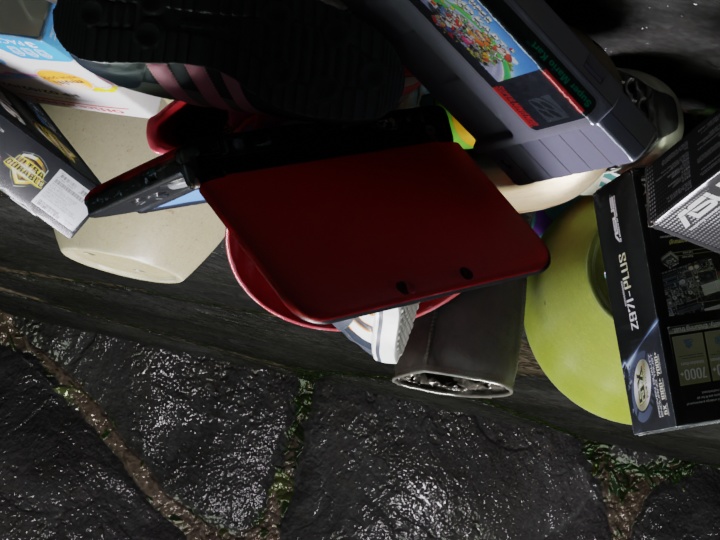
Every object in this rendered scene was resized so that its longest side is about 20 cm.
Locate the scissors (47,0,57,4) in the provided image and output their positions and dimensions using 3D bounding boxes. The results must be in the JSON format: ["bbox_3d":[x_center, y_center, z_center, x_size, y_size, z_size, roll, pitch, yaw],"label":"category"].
[{"bbox_3d":[-0.136,-0.149,1.155,0.073,0.014,0.200,8,169,39],"label":"scissors"}]

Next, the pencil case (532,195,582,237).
[{"bbox_3d":[0.198,-0.023,1.516,0.200,0.085,0.092,11,169,5],"label":"pencil case"}]

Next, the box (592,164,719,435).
[{"bbox_3d":[0.265,0.008,1.213,0.200,0.164,0.086,-9,173,-11],"label":"box"}]

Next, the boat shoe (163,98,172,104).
[{"bbox_3d":[-0.104,-0.135,1.337,0.063,0.073,0.200,16,164,21],"label":"boat shoe"}]

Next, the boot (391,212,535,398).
[{"bbox_3d":[0.058,-0.009,1.429,0.182,0.200,0.073,4,170,42],"label":"boot"}]

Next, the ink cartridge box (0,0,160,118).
[{"bbox_3d":[-0.206,-0.158,1.313,0.115,0.068,0.200,10,170,24],"label":"ink cartridge box"}]

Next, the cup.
[{"bbox_3d":[-0.175,-0.071,1.547,0.200,0.143,0.200,12,170,2],"label":"cup"}]

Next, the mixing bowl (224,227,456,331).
[{"bbox_3d":[-0.004,-0.065,1.344,0.200,0.108,0.200,-8,133,-9],"label":"mixing bowl"}]

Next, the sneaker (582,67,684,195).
[{"bbox_3d":[0.178,-0.091,1.265,0.093,0.070,0.200,-3,173,-20],"label":"sneaker"}]

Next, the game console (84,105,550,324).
[{"bbox_3d":[-0.025,-0.023,1.095,0.200,0.119,0.172,-11,174,-43],"label":"game console"}]

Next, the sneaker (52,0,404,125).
[{"bbox_3d":[-0.070,-0.122,1.087,0.200,0.070,0.082,15,172,7],"label":"sneaker"}]

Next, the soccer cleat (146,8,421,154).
[{"bbox_3d":[-0.037,-0.110,1.136,0.200,0.067,0.076,-22,177,31],"label":"soccer cleat"}]

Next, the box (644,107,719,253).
[{"bbox_3d":[0.282,-0.064,1.064,0.160,0.044,0.200,19,143,-26],"label":"box"}]

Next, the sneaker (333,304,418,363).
[{"bbox_3d":[0.000,0.000,1.270,0.079,0.078,0.200,16,159,9],"label":"sneaker"}]

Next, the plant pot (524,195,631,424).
[{"bbox_3d":[0.205,0.010,1.358,0.187,0.187,0.200,11,173,8],"label":"plant pot"}]

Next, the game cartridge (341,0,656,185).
[{"bbox_3d":[0.057,-0.127,1.033,0.200,0.038,0.130,44,164,-16],"label":"game cartridge"}]

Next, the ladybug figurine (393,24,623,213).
[{"bbox_3d":[0.080,-0.103,1.170,0.200,0.072,0.136,1,123,41],"label":"ladybug figurine"}]

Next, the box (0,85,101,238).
[{"bbox_3d":[-0.275,-0.116,1.351,0.159,0.046,0.200,39,-176,-35],"label":"box"}]
